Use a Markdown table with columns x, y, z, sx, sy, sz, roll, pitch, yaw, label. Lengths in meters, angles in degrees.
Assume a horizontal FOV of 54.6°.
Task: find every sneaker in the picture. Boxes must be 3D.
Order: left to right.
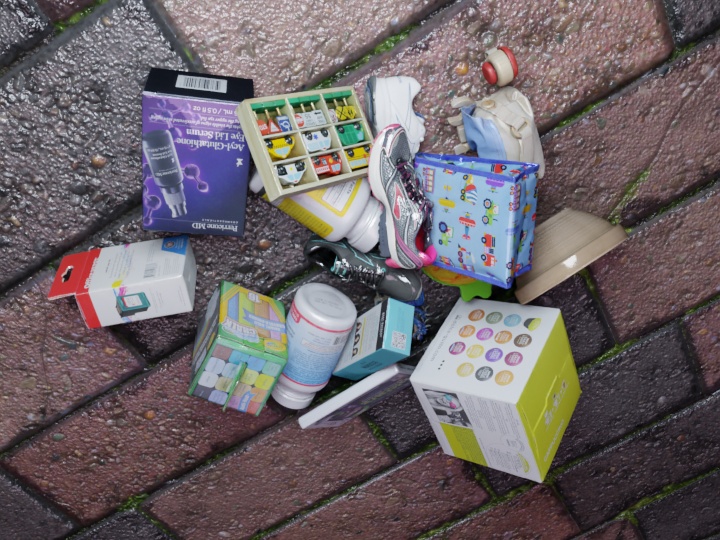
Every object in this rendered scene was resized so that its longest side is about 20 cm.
| x | y | z | sx | sy | sz | roll | pitch | yaw | label |
| --- | --- | --- | --- | --- | --- | --- | --- | --- | --- |
| 0.000 | 0.000 | 1.074 | 0.197 | 0.079 | 0.077 | 28 | 126 | 12 | sneaker |
| 0.056 | -0.186 | 1.021 | 0.085 | 0.075 | 0.204 | -11 | 125 | -9 | sneaker |
| 0.065 | -0.103 | 0.968 | 0.080 | 0.074 | 0.205 | -29 | 115 | -43 | sneaker |

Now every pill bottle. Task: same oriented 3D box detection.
| x | y | z | sx | sy | sz | roll | pitch | yaw | label |
| --- | --- | --- | --- | --- | --- | --- | --- | --- | --- |
| -0.087 | 0.131 | 1.176 | 0.106 | 0.110 | 0.203 | 14 | 119 | -18 | pill bottle |
| -0.053 | -0.113 | 1.008 | 0.198 | 0.112 | 0.112 | 33 | 113 | -17 | pill bottle |

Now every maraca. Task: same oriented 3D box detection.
| x | y | z | sx | sy | sz | roll | pitch | yaw | label |
| --- | --- | --- | --- | --- | --- | --- | --- | --- | --- |
| 0.166 | -0.029 | 1.116 | 0.137 | 0.108 | 0.199 | -41 | 120 | 15 | maraca |

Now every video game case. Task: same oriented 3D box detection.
| x | y | z | sx | sy | sz | roll | pitch | yaw | label |
| --- | --- | --- | --- | --- | --- | --- | --- | --- | --- |
| 0.006 | 0.225 | 1.240 | 0.198 | 0.024 | 0.181 | -33 | 162 | 11 | video game case |

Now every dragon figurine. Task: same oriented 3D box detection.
| x | y | z | sx | sy | sz | roll | pitch | yaw | label |
| --- | --- | --- | --- | --- | --- | --- | --- | --- | --- |
| 0.072 | 0.029 | 1.167 | 0.097 | 0.059 | 0.204 | -8 | 124 | -5 | dragon figurine |

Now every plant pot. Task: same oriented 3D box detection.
| x | y | z | sx | sy | sz | roll | pitch | yaw | label |
| --- | --- | --- | --- | --- | --- | --- | --- | --- | --- |
| 0.321 | -0.036 | 1.122 | 0.199 | 0.201 | 0.094 | -33 | 82 | 12 | plant pot |

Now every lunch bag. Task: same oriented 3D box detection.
| x | y | z | sx | sy | sz | roll | pitch | yaw | label |
| --- | --- | --- | --- | --- | --- | --- | --- | --- | --- |
| 0.141 | -0.079 | 0.988 | 0.197 | 0.093 | 0.154 | 14 | 115 | 33 | lunch bag |

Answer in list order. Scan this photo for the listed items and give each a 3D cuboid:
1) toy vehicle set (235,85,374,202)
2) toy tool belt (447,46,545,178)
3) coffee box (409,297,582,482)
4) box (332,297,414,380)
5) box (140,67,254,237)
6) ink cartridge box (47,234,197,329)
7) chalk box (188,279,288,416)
| x | y | z | sx | sy | sz | roll | pitch | yaw | label |
| --- | --- | --- | --- | --- | --- | --- | --- | --- | --- |
| -0.062 | -0.173 | 0.925 | 0.026 | 0.198 | 0.127 | -23 | 89 | 46 | toy vehicle set |
| 0.184 | -0.201 | 1.002 | 0.121 | 0.125 | 0.202 | -27 | 123 | -2 | toy tool belt |
| 0.235 | 0.193 | 1.171 | 0.195 | 0.201 | 0.202 | 6 | 135 | 38 | coffee box |
| 0.018 | 0.117 | 1.142 | 0.048 | 0.084 | 0.200 | 17 | 155 | -20 | box |
| -0.225 | -0.161 | 0.967 | 0.144 | 0.105 | 0.204 | 2 | 122 | -12 | box |
| -0.353 | 0.018 | 1.053 | 0.195 | 0.117 | 0.068 | -9 | 125 | -3 | ink cartridge box |
| -0.192 | 0.135 | 1.104 | 0.122 | 0.202 | 0.126 | 22 | 118 | -22 | chalk box |
